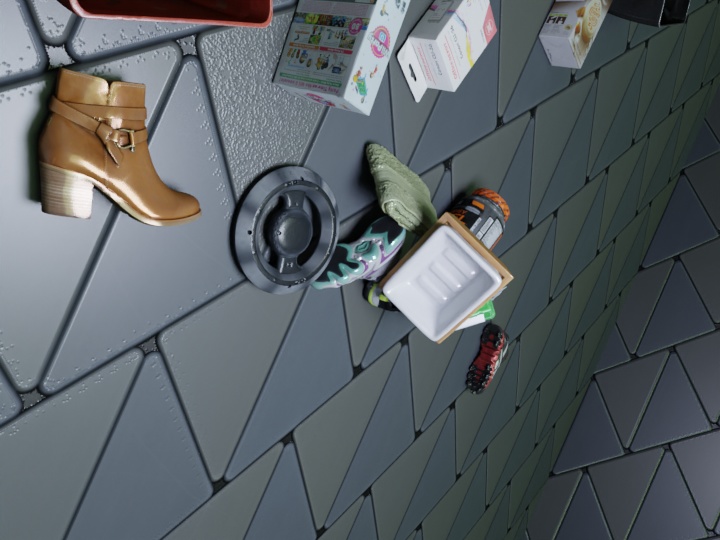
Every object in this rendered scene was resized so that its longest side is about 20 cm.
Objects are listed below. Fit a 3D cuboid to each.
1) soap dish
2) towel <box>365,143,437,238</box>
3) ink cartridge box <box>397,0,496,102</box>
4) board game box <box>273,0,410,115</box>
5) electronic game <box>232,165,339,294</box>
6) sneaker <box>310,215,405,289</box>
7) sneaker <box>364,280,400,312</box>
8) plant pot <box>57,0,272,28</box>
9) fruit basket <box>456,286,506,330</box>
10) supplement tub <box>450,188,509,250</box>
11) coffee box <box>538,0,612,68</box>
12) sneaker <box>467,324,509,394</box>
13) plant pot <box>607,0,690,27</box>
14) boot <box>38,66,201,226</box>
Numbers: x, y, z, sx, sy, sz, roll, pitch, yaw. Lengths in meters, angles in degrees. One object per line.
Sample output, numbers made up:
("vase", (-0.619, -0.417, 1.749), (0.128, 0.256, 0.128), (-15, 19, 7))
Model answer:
("soap dish", (0.148, 0.013, 0.992), (0.200, 0.157, 0.081), (-48, 179, 34))
("towel", (0.083, -0.135, 1.011), (0.036, 0.151, 0.199), (-29, 147, 26))
("ink cartridge box", (0.157, -0.407, 1.002), (0.202, 0.067, 0.117), (-56, 140, -14))
("board game box", (-0.023, -0.332, 0.768), (0.064, 0.146, 0.203), (15, 97, -53))
("electronic game", (-0.111, -0.061, 0.882), (0.198, 0.041, 0.204), (-16, 114, -38))
("sneaker", (0.000, 0.000, 1.021), (0.198, 0.078, 0.141), (-28, 150, -12))
("sneaker", (0.088, 0.062, 1.144), (0.198, 0.082, 0.073), (5, 105, -50))
("plant pot", (-0.212, -0.343, 0.519), (0.198, 0.175, 0.204), (-20, 122, -43))
("fruit basket", (0.204, 0.083, 1.165), (0.182, 0.095, 0.200), (-17, 164, 2))
("supplement tub", (0.229, -0.074, 1.209), (0.201, 0.121, 0.123), (-49, 139, -20))
("coffee box", (0.503, -0.593, 1.302), (0.114, 0.079, 0.203), (29, 85, -52))
("sneaker", (0.363, 0.252, 1.570), (0.097, 0.070, 0.204), (15, 96, -49))
("plant pot", (0.717, -0.729, 1.407), (0.198, 0.176, 0.203), (-23, 126, -39))
("boot", (-0.261, -0.136, 0.651), (0.198, 0.073, 0.158), (0, 104, -52))
